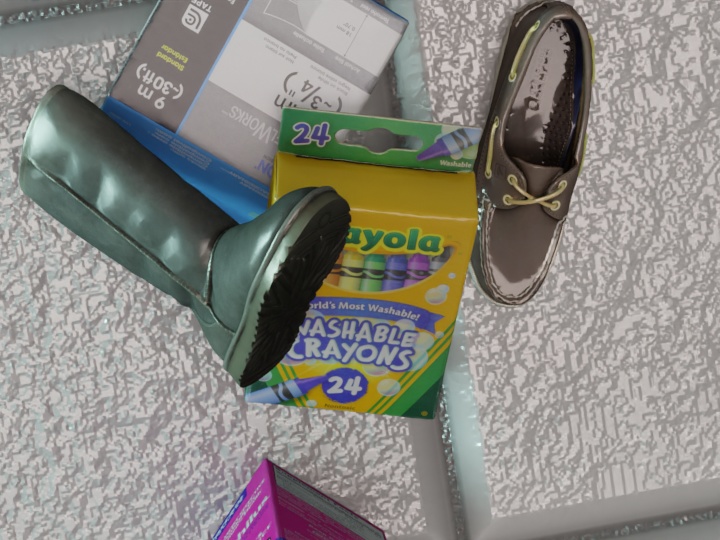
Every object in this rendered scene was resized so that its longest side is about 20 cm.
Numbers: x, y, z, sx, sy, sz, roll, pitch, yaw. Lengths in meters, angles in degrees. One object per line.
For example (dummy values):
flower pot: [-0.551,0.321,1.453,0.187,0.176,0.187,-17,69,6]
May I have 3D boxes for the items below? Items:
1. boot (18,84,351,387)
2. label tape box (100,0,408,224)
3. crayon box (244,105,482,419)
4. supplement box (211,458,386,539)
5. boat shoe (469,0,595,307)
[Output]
boot: [-0.110,-0.043,1.188,0.200,0.072,0.182,47,137,15]
label tape box: [-0.080,-0.104,1.263,0.143,0.063,0.201,29,95,-8]
crayon box: [0.000,0.000,1.245,0.124,0.052,0.201,5,129,-6]
supplement box: [-0.041,0.205,1.245,0.103,0.200,0.102,33,94,-8]
boat shoe: [0.109,-0.072,1.286,0.071,0.060,0.202,10,98,-7]
